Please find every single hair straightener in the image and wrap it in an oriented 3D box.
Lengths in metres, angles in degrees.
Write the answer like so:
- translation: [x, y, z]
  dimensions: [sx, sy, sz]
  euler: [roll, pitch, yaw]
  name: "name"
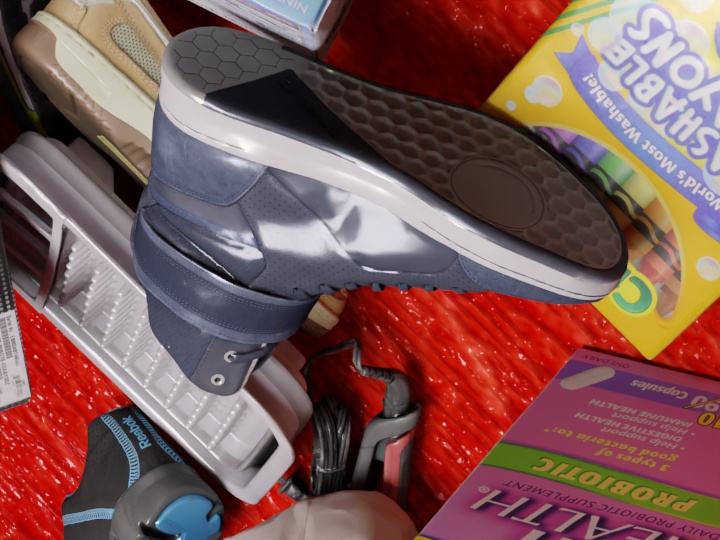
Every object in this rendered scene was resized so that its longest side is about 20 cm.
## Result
- translation: [-0.012, 0.114, 1.113]
  dimensions: [0.076, 0.041, 0.201]
  euler: [19, 129, 22]
  name: "hair straightener"

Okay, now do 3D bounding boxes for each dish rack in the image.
- translation: [-0.100, 0.018, 1.080]
  dimensions: [0.200, 0.044, 0.172]
  euler: [45, 161, 3]
  name: "dish rack"

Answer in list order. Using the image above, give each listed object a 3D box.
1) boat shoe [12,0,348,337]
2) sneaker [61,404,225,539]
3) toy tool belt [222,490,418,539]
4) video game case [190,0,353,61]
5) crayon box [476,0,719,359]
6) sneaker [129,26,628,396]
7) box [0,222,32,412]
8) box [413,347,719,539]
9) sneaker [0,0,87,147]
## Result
- translation: [-0.063, -0.057, 1.035]
  dimensions: [0.200, 0.076, 0.072]
  euler: [48, 167, -25]
  name: "boat shoe"
- translation: [-0.121, 0.155, 1.203]
  dimensions: [0.082, 0.073, 0.201]
  euler: [53, 140, 32]
  name: "sneaker"
- translation: [0.008, 0.208, 1.068]
  dimensions: [0.124, 0.123, 0.200]
  euler: [-29, 116, 16]
  name: "toy tool belt"
- translation: [-0.096, -0.150, 0.913]
  dimensions: [0.199, 0.181, 0.046]
  euler: [26, 92, -1]
  name: "video game case"
- translation: [0.122, -0.054, 0.933]
  dimensions: [0.126, 0.052, 0.200]
  euler: [44, 130, 3]
  name: "crayon box"
- translation: [0.000, -0.001, 0.948]
  dimensions: [0.201, 0.077, 0.147]
  euler: [23, 128, 5]
  name: "sneaker"
- translation: [-0.218, -0.059, 1.070]
  dimensions: [0.193, 0.047, 0.201]
  euler: [-132, 30, -50]
  name: "box"
- translation: [0.128, 0.135, 0.939]
  dimensions: [0.175, 0.200, 0.097]
  euler: [13, 123, 25]
  name: "box"
- translation: [-0.176, -0.148, 1.062]
  dimensions: [0.081, 0.074, 0.201]
  euler: [-13, 104, 47]
  name: "sneaker"
